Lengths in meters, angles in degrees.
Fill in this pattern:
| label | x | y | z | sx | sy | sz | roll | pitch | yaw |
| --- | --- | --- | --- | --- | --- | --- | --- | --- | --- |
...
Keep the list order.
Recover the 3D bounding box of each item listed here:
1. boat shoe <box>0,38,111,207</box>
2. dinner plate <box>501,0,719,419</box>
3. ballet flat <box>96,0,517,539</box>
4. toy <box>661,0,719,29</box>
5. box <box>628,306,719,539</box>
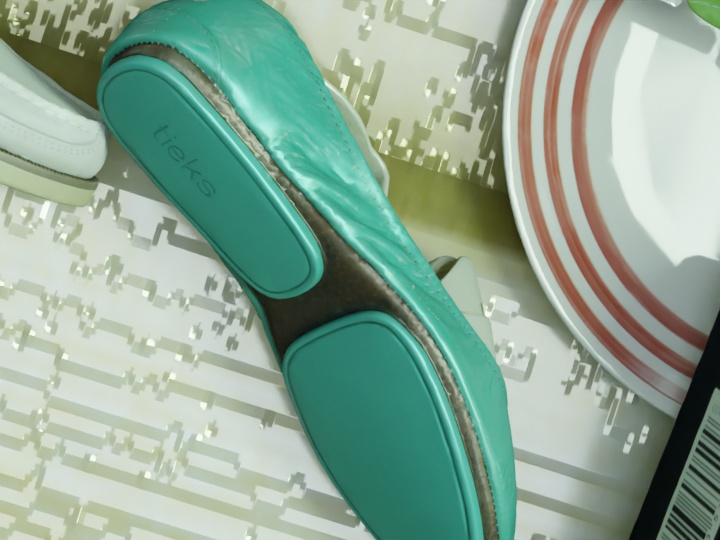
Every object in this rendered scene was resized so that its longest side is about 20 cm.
| label | x | y | z | sx | sy | sz | roll | pitch | yaw |
| --- | --- | --- | --- | --- | --- | --- | --- | --- | --- |
| boat shoe | -0.152 | -0.092 | 0.872 | 0.200 | 0.075 | 0.068 | 32 | 93 | -4 |
| dinner plate | 0.141 | -0.044 | 0.928 | 0.200 | 0.024 | 0.200 | 0 | 92 | -5 |
| ballet flat | 0.000 | 0.000 | 0.890 | 0.070 | 0.067 | 0.200 | -45 | 107 | -41 |
| toy | 0.149 | -0.163 | 0.895 | 0.115 | 0.047 | 0.200 | 23 | 79 | -5 |
| box | 0.186 | 0.101 | 0.878 | 0.200 | 0.107 | 0.149 | 21 | 95 | -11 |
